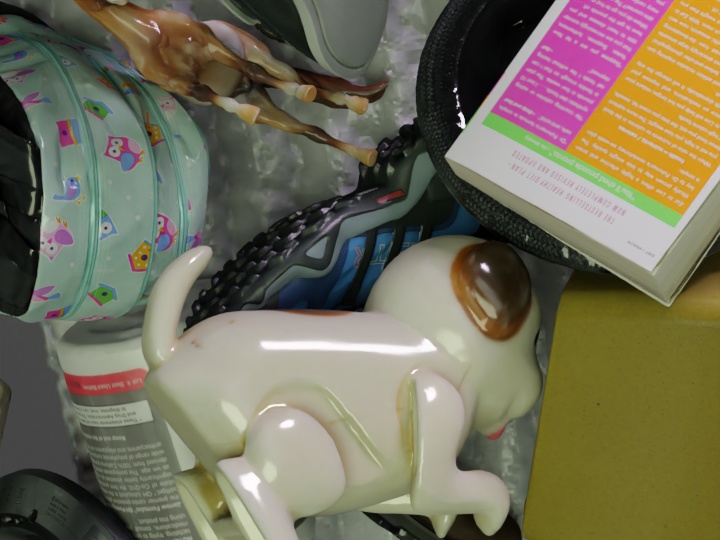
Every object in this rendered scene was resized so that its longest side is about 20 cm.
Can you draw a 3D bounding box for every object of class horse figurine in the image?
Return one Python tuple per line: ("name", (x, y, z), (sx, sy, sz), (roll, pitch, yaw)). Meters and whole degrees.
("horse figurine", (-0.064, -0.103, 1.334), (0.132, 0.200, 0.050), (28, 98, 27))

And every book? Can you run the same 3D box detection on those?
("book", (0.150, -0.102, 1.267), (0.134, 0.048, 0.200), (33, 82, 26))

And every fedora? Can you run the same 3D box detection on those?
("fedora", (0.130, -0.078, 1.339), (0.200, 0.092, 0.201), (-4, 71, 11))

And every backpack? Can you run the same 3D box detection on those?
("backpack", (-0.166, -0.052, 1.353), (0.126, 0.200, 0.167), (-9, 113, -26))

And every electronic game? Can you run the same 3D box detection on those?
("electronic game", (-0.160, 0.207, 1.467), (0.200, 0.042, 0.200), (27, 128, 41))

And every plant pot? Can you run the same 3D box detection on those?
("plant pot", (0.187, 0.074, 1.342), (0.176, 0.200, 0.200), (11, 109, 10))

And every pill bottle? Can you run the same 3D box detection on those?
("pill bottle", (-0.089, 0.114, 1.439), (0.110, 0.111, 0.200), (-13, 104, 13))

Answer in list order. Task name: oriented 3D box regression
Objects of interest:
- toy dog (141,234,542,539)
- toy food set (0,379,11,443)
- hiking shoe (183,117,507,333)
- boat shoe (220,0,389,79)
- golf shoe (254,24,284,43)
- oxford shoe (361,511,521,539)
("toy dog", (0.001, 0.058, 1.301), (0.200, 0.140, 0.194), (-28, 82, -18))
("toy food set", (-0.296, 0.105, 1.475), (0.200, 0.060, 0.144), (22, 110, 20))
("hiking shoe", (0.000, 0.000, 1.371), (0.200, 0.074, 0.087), (-37, 104, -15))
("boat shoe", (-0.040, -0.156, 1.274), (0.060, 0.200, 0.076), (14, 72, 23))
("golf shoe", (-0.003, -0.197, 1.338), (0.078, 0.095, 0.200), (34, 111, -4))
("oxford shoe", (0.030, 0.105, 1.413), (0.200, 0.073, 0.085), (36, 83, -39))
